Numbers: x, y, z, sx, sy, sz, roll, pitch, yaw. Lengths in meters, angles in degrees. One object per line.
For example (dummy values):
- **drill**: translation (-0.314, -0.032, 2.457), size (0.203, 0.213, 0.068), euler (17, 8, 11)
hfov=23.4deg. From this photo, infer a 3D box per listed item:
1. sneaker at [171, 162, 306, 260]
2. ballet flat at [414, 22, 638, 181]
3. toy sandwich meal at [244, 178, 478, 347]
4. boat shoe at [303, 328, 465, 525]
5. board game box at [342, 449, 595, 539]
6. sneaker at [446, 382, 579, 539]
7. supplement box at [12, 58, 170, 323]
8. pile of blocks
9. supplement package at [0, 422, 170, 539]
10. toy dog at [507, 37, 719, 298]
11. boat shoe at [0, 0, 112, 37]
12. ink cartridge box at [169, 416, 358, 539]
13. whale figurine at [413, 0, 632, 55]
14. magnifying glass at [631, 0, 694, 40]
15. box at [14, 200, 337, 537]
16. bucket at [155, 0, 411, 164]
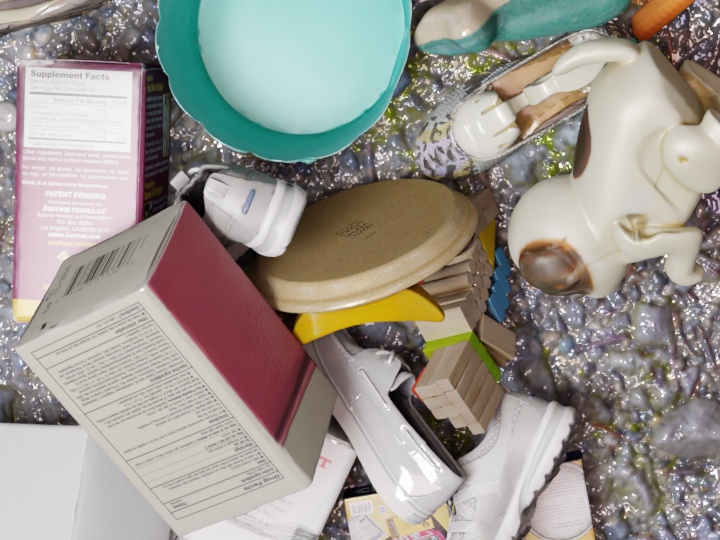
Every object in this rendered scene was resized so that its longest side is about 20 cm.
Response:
- **sneaker**: translation (-0.108, -0.056, 1.322), size (0.082, 0.200, 0.075), euler (27, 77, -20)
- **ballet flat**: translation (0.128, -0.135, 1.365), size (0.199, 0.072, 0.072), euler (-30, 94, 7)
- **toy sandwich meal**: translation (0.000, 0.000, 1.342), size (0.203, 0.206, 0.071), euler (-17, 115, 6)
- **boat shoe**: translation (0.015, 0.100, 1.369), size (0.068, 0.072, 0.201), euler (-38, 61, 16)
- **board game box**: translation (0.094, 0.232, 1.427), size (0.198, 0.035, 0.137), euler (-9, 96, 5)
- **sneaker**: translation (0.097, 0.183, 1.378), size (0.082, 0.075, 0.201), euler (28, 92, 16)
- **supplement box**: translation (-0.209, -0.064, 1.364), size (0.102, 0.131, 0.202), euler (3, 96, 3)
- **pile of blocks**: translation (0.076, 0.035, 1.376), size (0.062, 0.082, 0.202), euler (-14, 56, 37)
- **supplement package**: translation (-0.257, 0.185, 1.351), size (0.199, 0.117, 0.118), euler (-1, 74, 33)
- **toy dog**: translation (0.197, -0.061, 1.328), size (0.193, 0.140, 0.200), euler (27, 116, -26)
- **boat shoe**: translation (-0.275, -0.227, 1.378), size (0.198, 0.075, 0.074), euler (-17, 96, 4)
- **ink cartridge box**: translation (-0.103, 0.194, 1.410), size (0.144, 0.084, 0.201), euler (26, 97, 2)
- **whale figurine**: translation (0.134, -0.210, 1.308), size (0.200, 0.159, 0.104), euler (-42, 112, -24)
- **magnifying glass**: translation (0.266, -0.232, 1.298), size (0.022, 0.200, 0.080), euler (9, 62, -23)
- **box**: translation (-0.128, 0.073, 1.255), size (0.127, 0.109, 0.200), euler (-23, 118, 27)
- **bucket**: translation (-0.053, -0.187, 1.337), size (0.205, 0.135, 0.209), euler (0, 96, 3)
